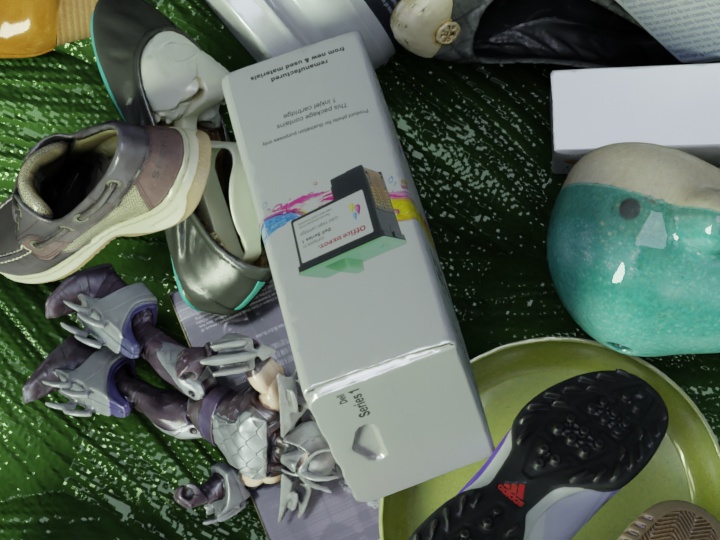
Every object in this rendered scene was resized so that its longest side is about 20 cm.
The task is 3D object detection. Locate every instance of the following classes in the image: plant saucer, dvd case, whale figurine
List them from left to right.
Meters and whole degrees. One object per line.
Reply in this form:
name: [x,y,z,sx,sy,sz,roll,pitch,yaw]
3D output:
dvd case: [-0.006,0.076,1.230,0.148,0.016,0.201,-23,81,0]
plant saucer: [0.109,0.137,1.192,0.198,0.031,0.202,0,90,-2]
whale figurine: [0.193,0.009,1.142,0.199,0.159,0.104,23,79,17]

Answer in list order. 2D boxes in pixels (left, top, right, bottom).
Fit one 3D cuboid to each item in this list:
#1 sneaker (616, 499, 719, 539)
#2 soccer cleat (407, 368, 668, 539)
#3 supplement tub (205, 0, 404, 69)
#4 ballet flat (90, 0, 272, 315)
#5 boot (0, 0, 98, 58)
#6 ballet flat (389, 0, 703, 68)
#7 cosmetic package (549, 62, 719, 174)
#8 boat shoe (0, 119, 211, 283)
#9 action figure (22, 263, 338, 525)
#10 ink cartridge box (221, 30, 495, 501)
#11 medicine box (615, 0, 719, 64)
sneaker: [0.128,0.219,1.101,0.070,0.109,0.201,25,60,1]
soccer cleat: [0.088,0.127,1.133,0.068,0.073,0.200,40,58,17]
supplement tub: [0.004,-0.203,1.203,0.200,0.140,0.140,-42,81,-2]
ballet flat: [-0.092,-0.075,1.212,0.068,0.068,0.201,-24,85,43]
boot: [-0.212,-0.227,1.253,0.143,0.071,0.203,-7,90,-7]
ballet flat: [0.109,-0.138,1.187,0.198,0.067,0.057,-2,46,-26]
cosmetic package: [0.207,-0.086,1.201,0.198,0.083,0.051,-2,82,5]
boat shoe: [-0.161,-0.044,1.180,0.065,0.199,0.072,26,64,-34]
action figure: [-0.093,0.075,1.185,0.199,0.069,0.131,26,124,26]
ink cartridge box: [0.000,0.000,1.134,0.083,0.145,0.201,-18,60,3]
medicine box: [0.181,-0.246,1.147,0.200,0.103,0.183,38,66,-27]
